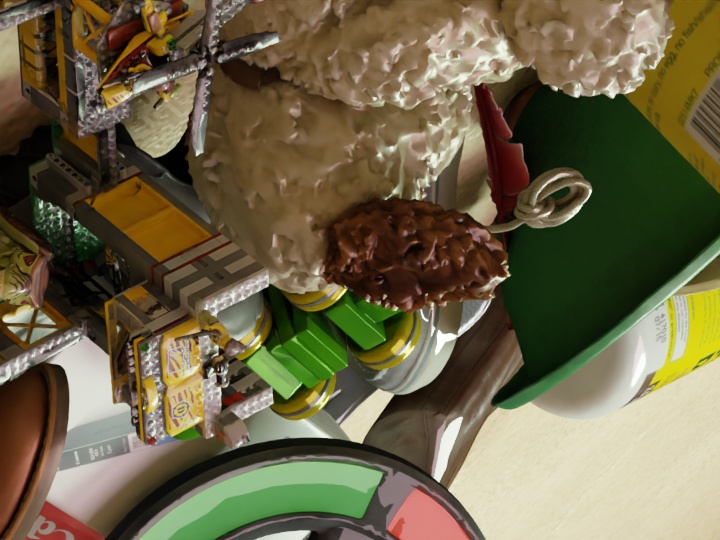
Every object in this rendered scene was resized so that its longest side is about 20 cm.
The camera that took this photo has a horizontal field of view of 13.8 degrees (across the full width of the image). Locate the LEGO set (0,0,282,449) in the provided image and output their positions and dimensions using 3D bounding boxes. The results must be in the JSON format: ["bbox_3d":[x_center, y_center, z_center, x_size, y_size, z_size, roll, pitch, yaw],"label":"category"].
[{"bbox_3d":[-0.099,-0.007,0.941,0.153,0.116,0.201,-20,132,-35],"label":"LEGO set"}]

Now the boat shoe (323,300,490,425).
[{"bbox_3d":[-0.031,0.043,1.355,0.199,0.074,0.067,-26,-164,-11],"label":"boat shoe"}]

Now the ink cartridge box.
[{"bbox_3d":[-0.114,0.095,1.240,0.176,0.045,0.200,-45,140,5],"label":"ink cartridge box"}]

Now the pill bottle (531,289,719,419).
[{"bbox_3d":[0.162,0.001,1.587,0.200,0.109,0.109,-22,153,-45],"label":"pill bottle"}]

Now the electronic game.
[{"bbox_3d":[-0.031,0.165,1.253,0.200,0.200,0.042,-42,-155,-1],"label":"electronic game"}]

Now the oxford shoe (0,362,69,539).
[{"bbox_3d":[-0.179,0.090,1.117,0.071,0.072,0.200,22,137,-33],"label":"oxford shoe"}]

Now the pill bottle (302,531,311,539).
[{"bbox_3d":[-0.042,0.158,1.381,0.113,0.200,0.113,-36,162,-14],"label":"pill bottle"}]

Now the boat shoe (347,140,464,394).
[{"bbox_3d":[-0.001,-0.024,1.247,0.071,0.070,0.201,-21,135,-26],"label":"boat shoe"}]

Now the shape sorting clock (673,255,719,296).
[{"bbox_3d":[0.196,-0.059,1.452,0.200,0.200,0.039,-40,122,-5],"label":"shape sorting clock"}]

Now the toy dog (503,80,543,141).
[{"bbox_3d":[0.147,-0.077,1.343,0.194,0.140,0.200,-33,164,-41],"label":"toy dog"}]

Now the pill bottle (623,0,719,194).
[{"bbox_3d":[0.129,-0.117,1.118,0.114,0.200,0.114,-36,160,-15],"label":"pill bottle"}]

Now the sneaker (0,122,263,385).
[{"bbox_3d":[-0.119,-0.013,1.072,0.199,0.076,0.091,-12,119,-42],"label":"sneaker"}]

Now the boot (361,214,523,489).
[{"bbox_3d":[0.035,0.073,1.437,0.187,0.064,0.200,110,5,-45],"label":"boot"}]

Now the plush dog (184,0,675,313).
[{"bbox_3d":[-0.007,-0.074,1.002,0.160,0.200,0.172,5,109,-26],"label":"plush dog"}]

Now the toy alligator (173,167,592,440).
[{"bbox_3d":[0.000,0.000,1.158,0.200,0.054,0.059,-32,134,17],"label":"toy alligator"}]

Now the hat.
[{"bbox_3d":[0.071,-0.063,1.231,0.166,0.176,0.200,-43,-177,-34],"label":"hat"}]
